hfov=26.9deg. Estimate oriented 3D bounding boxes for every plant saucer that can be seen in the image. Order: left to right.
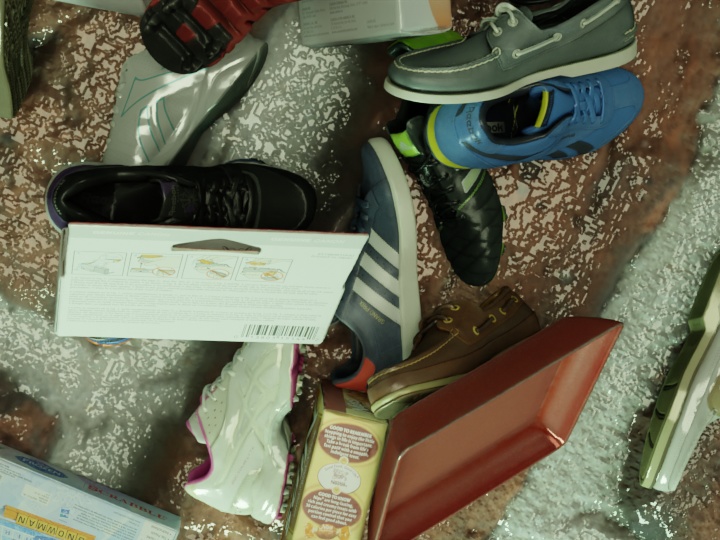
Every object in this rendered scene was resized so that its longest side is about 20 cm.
[{"bbox_3d":[0.088,0.119,1.116,0.199,0.200,0.037,-27,64,-22],"label":"plant saucer"}]

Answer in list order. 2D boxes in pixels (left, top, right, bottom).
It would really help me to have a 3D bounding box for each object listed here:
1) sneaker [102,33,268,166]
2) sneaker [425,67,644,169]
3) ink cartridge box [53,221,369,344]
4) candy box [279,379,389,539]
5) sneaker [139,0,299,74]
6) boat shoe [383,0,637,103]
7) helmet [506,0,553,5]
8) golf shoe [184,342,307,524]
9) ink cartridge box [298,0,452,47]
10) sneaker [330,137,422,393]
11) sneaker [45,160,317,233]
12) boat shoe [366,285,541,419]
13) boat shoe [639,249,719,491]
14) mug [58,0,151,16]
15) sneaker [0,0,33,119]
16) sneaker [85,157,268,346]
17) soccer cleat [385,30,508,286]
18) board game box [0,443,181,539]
[{"bbox_3d":[-0.159,-0.116,1.155,0.080,0.070,0.201,39,88,3],"label":"sneaker"},{"bbox_3d":[0.147,-0.117,1.126,0.199,0.078,0.066,-14,91,-30],"label":"sneaker"},{"bbox_3d":[-0.108,-0.005,1.044,0.198,0.176,0.045,2,62,-13],"label":"ink cartridge box"},{"bbox_3d":[-0.030,0.195,1.168,0.055,0.115,0.201,14,96,-5],"label":"candy box"},{"bbox_3d":[-0.069,-0.220,1.070,0.200,0.098,0.071,-29,115,28],"label":"sneaker"},{"bbox_3d":[0.107,-0.167,1.077,0.199,0.073,0.062,-14,121,-17],"label":"boat shoe"},{"bbox_3d":[0.123,-0.310,1.079,0.199,0.200,0.192,-27,74,1],"label":"helmet"},{"bbox_3d":[-0.089,0.097,1.177,0.091,0.075,0.202,8,95,0],"label":"golf shoe"},{"bbox_3d":[0.001,-0.267,1.092,0.050,0.162,0.202,-6,97,-28],"label":"ink cartridge box"},{"bbox_3d":[0.000,0.000,1.166,0.084,0.075,0.202,-6,97,-6],"label":"sneaker"},{"bbox_3d":[-0.123,-0.042,1.081,0.198,0.088,0.076,-1,92,-15],"label":"sneaker"},{"bbox_3d":[0.067,0.060,1.137,0.072,0.199,0.068,-31,81,40],"label":"boat shoe"},{"bbox_3d":[0.281,0.087,1.189,0.068,0.075,0.201,21,95,1],"label":"boat shoe"},{"bbox_3d":[-0.221,-0.280,1.104,0.152,0.150,0.188,3,70,6],"label":"mug"},{"bbox_3d":[-0.278,-0.172,1.078,0.075,0.200,0.071,18,63,-4],"label":"sneaker"},{"bbox_3d":[-0.139,-0.008,1.157,0.200,0.078,0.075,-44,97,3],"label":"sneaker"},{"bbox_3d":[0.061,-0.084,1.155,0.081,0.067,0.202,-12,94,-39],"label":"soccer cleat"},{"bbox_3d":[-0.271,0.254,1.201,0.199,0.041,0.201,24,95,-5],"label":"board game box"}]
